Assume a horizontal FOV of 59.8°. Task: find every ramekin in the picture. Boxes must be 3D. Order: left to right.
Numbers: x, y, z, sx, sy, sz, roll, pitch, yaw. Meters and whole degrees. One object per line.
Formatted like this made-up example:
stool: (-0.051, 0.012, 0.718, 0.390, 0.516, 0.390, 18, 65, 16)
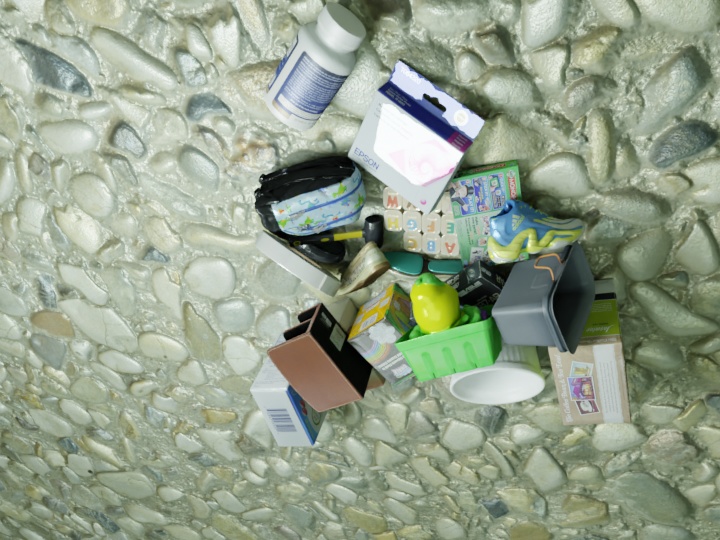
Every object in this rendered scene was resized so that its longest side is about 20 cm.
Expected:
ramekin: (0.286, 0.204, 1.330, 0.195, 0.100, 0.202, 2, 148, 1)

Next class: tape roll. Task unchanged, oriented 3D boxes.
tape roll: (-0.127, -0.015, 1.292, 0.201, 0.203, 0.037, 34, 90, -7)

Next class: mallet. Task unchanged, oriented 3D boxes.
mallet: (-0.046, -0.060, 1.286, 0.195, 0.041, 0.067, -14, 121, -2)

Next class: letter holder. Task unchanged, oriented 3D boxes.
letter holder: (-0.091, 0.196, 1.369, 0.140, 0.101, 0.201, -25, 115, 29)

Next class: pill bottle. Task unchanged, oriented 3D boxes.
pill bottle: (-0.077, -0.353, 1.086, 0.110, 0.112, 0.200, 36, 127, -10)

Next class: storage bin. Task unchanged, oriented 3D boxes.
storage bin: (0.330, 0.047, 1.153, 0.132, 0.201, 0.147, -9, 121, 39)

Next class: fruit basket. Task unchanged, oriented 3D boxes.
fruit basket: (0.162, 0.094, 1.210, 0.211, 0.155, 0.221, 5, 102, 22)

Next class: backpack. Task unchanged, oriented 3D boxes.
backpack: (-0.087, -0.147, 1.214, 0.197, 0.164, 0.155, -27, 117, 12)

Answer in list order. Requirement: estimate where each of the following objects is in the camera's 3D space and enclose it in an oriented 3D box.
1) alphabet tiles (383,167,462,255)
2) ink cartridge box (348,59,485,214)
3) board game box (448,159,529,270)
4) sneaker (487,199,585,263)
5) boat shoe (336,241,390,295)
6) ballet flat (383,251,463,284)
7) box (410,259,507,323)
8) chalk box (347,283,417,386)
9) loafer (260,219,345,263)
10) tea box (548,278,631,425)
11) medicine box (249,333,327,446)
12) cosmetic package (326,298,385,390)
alphabet tiles: (0.141, -0.117, 1.243, 0.195, 0.015, 0.199, 6, 126, 13)
ink cartridge box: (0.094, -0.235, 1.129, 0.195, 0.043, 0.202, 37, 130, 10)
board game box: (0.246, -0.101, 1.199, 0.131, 0.029, 0.203, -10, 121, 11)
sneaker: (0.319, -0.087, 1.142, 0.196, 0.076, 0.107, -18, 100, -16)
boat shoe: (0.000, 0.000, 1.320, 0.200, 0.072, 0.064, -38, 75, 56)
ballet flat: (0.133, 0.008, 1.302, 0.195, 0.068, 0.063, 9, 134, 12)
box: (0.225, 0.074, 1.294, 0.159, 0.044, 0.199, 31, 134, -29)
chalk box: (0.089, 0.157, 1.384, 0.124, 0.125, 0.200, -33, 110, 32)
loafer: (-0.117, -0.083, 1.314, 0.198, 0.069, 0.071, 29, 136, 1)
tea box: (0.444, 0.159, 1.225, 0.131, 0.198, 0.203, -7, 123, 22)
medicine box: (-0.152, 0.280, 1.496, 0.101, 0.201, 0.185, -6, 123, 24)
cosmetic package: (-0.024, 0.179, 1.456, 0.102, 0.088, 0.202, -21, 115, 29)
